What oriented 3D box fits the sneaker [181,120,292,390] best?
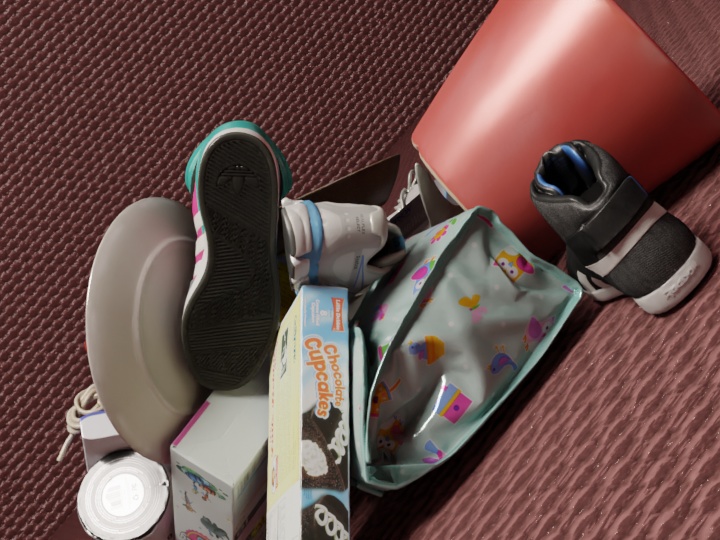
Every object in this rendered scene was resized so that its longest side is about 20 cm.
[{"bbox_3d":[-0.096,-0.023,0.983,0.121,0.082,0.203,-94,11,-68],"label":"sneaker"}]

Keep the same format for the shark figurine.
[{"bbox_3d":[0.008,0.006,1.101,0.214,0.089,0.130,-35,44,54],"label":"shark figurine"}]

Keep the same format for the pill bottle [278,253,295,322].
[{"bbox_3d":[-0.095,0.058,1.209,0.104,0.104,0.201,-40,22,42],"label":"pill bottle"}]

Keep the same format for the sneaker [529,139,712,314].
[{"bbox_3d":[0.155,-0.039,0.865,0.073,0.112,0.200,-45,7,-2],"label":"sneaker"}]

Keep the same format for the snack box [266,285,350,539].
[{"bbox_3d":[-0.037,0.125,0.900,0.116,0.037,0.203,126,146,-64],"label":"snack box"}]

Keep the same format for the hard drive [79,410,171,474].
[{"bbox_3d":[-0.171,0.170,1.141,0.130,0.026,0.201,-10,-32,-13],"label":"hard drive"}]

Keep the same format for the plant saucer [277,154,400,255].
[{"bbox_3d":[-0.049,-0.044,1.141,0.198,0.037,0.200,-26,2,1],"label":"plant saucer"}]

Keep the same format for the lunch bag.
[{"bbox_3d":[0.040,0.068,0.939,0.201,0.122,0.170,-54,8,-13],"label":"lunch bag"}]

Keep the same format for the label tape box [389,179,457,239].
[{"bbox_3d":[0.086,-0.040,1.148,0.143,0.066,0.202,-40,40,44],"label":"label tape box"}]

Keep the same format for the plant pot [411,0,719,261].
[{"bbox_3d":[0.146,-0.115,0.985,0.177,0.200,0.201,-45,7,15],"label":"plant pot"}]

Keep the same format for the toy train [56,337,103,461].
[{"bbox_3d":[-0.189,0.063,1.078,0.201,0.084,0.116,-58,-3,-23],"label":"toy train"}]

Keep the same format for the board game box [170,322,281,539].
[{"bbox_3d":[-0.087,0.161,1.056,0.148,0.064,0.201,-52,-22,-38],"label":"board game box"}]

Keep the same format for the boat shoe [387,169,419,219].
[{"bbox_3d":[0.066,-0.060,1.328,0.200,0.087,0.075,-24,-31,-2],"label":"boat shoe"}]

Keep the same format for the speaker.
[{"bbox_3d":[-0.174,0.229,1.127,0.081,0.081,0.201,-48,-26,-17],"label":"speaker"}]

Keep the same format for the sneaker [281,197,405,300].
[{"bbox_3d":[-0.010,-0.006,0.959,0.085,0.076,0.200,-8,-9,-2],"label":"sneaker"}]

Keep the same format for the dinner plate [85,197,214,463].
[{"bbox_3d":[-0.138,0.044,0.995,0.024,0.202,0.201,-5,28,25],"label":"dinner plate"}]
